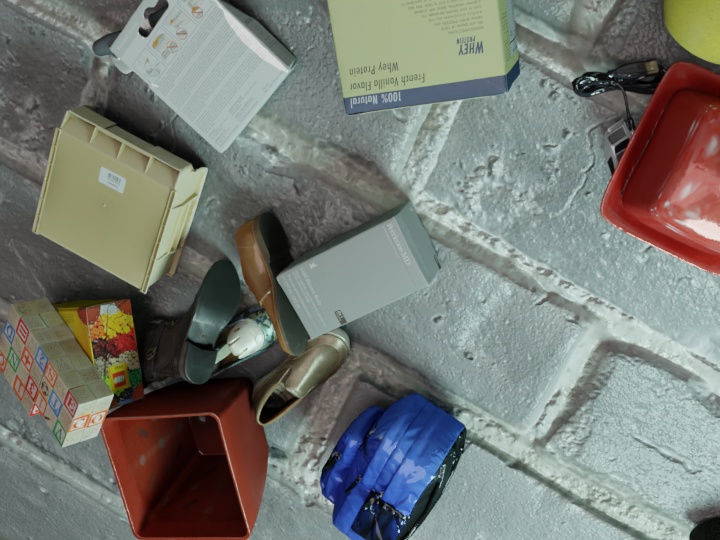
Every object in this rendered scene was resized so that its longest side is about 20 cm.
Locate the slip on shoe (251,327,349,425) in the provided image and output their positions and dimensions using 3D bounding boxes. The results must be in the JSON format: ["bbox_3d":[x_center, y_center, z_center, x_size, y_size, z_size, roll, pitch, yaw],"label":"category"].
[{"bbox_3d":[-0.090,0.157,1.269,0.199,0.061,0.076,-36,117,28],"label":"slip on shoe"}]

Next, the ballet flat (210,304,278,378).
[{"bbox_3d":[-0.192,0.115,1.294,0.198,0.074,0.075,-32,98,25],"label":"ballet flat"}]

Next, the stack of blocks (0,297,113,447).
[{"bbox_3d":[-0.442,0.152,1.245,0.200,0.058,0.116,46,124,25],"label":"stack of blocks"}]

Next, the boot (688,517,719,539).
[{"bbox_3d":[0.552,0.435,1.183,0.178,0.073,0.204,-7,114,22],"label":"boot"}]

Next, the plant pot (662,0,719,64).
[{"bbox_3d":[0.392,-0.302,0.895,0.197,0.201,0.143,29,141,5],"label":"plant pot"}]

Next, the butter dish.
[{"bbox_3d":[0.397,-0.098,0.952,0.196,0.148,0.203,24,104,-6],"label":"butter dish"}]

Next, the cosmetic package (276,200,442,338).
[{"bbox_3d":[0.000,0.000,1.178,0.198,0.090,0.108,-27,98,28],"label":"cosmetic package"}]

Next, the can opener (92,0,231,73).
[{"bbox_3d":[-0.262,-0.320,1.155,0.197,0.067,0.053,-22,103,19],"label":"can opener"}]

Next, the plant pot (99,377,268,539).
[{"bbox_3d":[-0.240,0.265,1.306,0.196,0.176,0.204,-6,108,20],"label":"plant pot"}]

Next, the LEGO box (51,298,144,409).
[{"bbox_3d":[-0.424,0.125,1.316,0.197,0.076,0.153,-3,97,41],"label":"LEGO box"}]

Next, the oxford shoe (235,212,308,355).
[{"bbox_3d":[-0.126,0.026,1.232,0.070,0.071,0.204,-19,85,31],"label":"oxford shoe"}]

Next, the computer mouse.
[{"bbox_3d":[0.323,-0.145,1.039,0.107,0.044,0.204,-13,105,4],"label":"computer mouse"}]

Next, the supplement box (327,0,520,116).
[{"bbox_3d":[0.074,-0.304,1.009,0.196,0.134,0.204,-4,109,19],"label":"supplement box"}]

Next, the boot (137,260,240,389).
[{"bbox_3d":[-0.269,0.081,1.291,0.172,0.204,0.069,-3,152,47],"label":"boot"}]

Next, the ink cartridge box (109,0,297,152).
[{"bbox_3d":[-0.206,-0.281,1.143,0.200,0.050,0.161,42,117,-10],"label":"ink cartridge box"}]

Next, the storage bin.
[{"bbox_3d":[-0.345,-0.106,1.245,0.197,0.094,0.201,28,115,6],"label":"storage bin"}]

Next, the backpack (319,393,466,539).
[{"bbox_3d":[0.046,0.274,1.226,0.166,0.163,0.202,34,118,6],"label":"backpack"}]
